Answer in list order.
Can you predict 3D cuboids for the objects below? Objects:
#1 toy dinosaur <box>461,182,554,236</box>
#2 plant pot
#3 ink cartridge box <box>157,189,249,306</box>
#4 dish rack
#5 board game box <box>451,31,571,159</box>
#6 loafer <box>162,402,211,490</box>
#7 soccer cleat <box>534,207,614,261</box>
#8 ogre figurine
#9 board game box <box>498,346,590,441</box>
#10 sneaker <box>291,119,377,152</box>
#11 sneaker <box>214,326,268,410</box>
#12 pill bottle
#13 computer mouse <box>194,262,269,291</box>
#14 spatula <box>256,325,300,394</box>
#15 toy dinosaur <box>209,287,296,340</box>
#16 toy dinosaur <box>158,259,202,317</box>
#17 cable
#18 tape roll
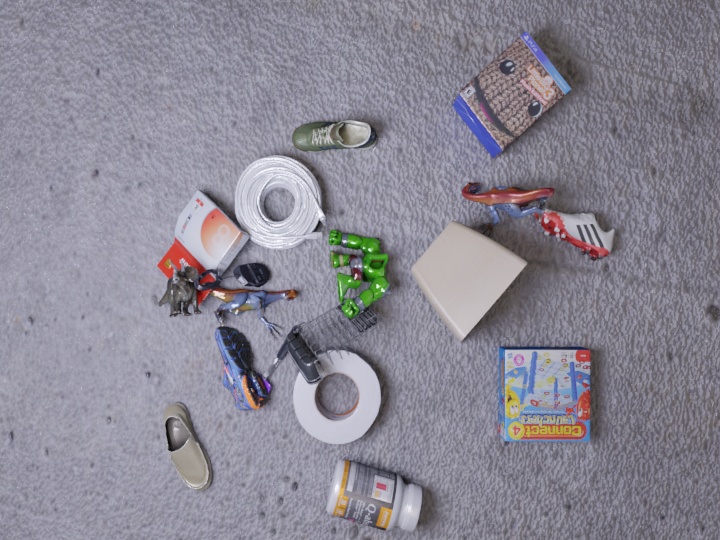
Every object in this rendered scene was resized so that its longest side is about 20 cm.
[{"bbox_3d":[0.309,-0.166,1.251,0.176,0.202,0.107,18,63,9],"label":"toy dinosaur"},{"bbox_3d":[0.216,0.013,1.244,0.177,0.200,0.201,42,90,12],"label":"plant pot"},{"bbox_3d":[-0.357,-0.049,1.274,0.161,0.050,0.202,39,91,23],"label":"ink cartridge box"},{"bbox_3d":[-0.059,0.141,1.256,0.196,0.153,0.056,-30,123,-14],"label":"dish rack"},{"bbox_3d":[0.327,-0.381,1.281,0.199,0.097,0.160,-41,90,0],"label":"board game box"},{"bbox_3d":[-0.393,0.398,1.293,0.074,0.068,0.205,-24,90,0],"label":"loafer"},{"bbox_3d":[0.478,-0.100,1.301,0.196,0.069,0.087,29,81,-3],"label":"soccer cleat"},{"bbox_3d":[0.000,0.000,1.274,0.116,0.203,0.100,-7,133,-10],"label":"ogre figurine"},{"bbox_3d":[0.410,0.274,1.302,0.193,0.056,0.203,0,90,0],"label":"board game box"},{"bbox_3d":[-0.058,-0.302,1.283,0.193,0.090,0.070,0,91,0],"label":"sneaker"},{"bbox_3d":[-0.281,0.221,1.293,0.077,0.075,0.205,-29,79,25],"label":"sneaker"},{"bbox_3d":[0.030,0.495,1.272,0.194,0.116,0.120,16,90,0],"label":"pill bottle"},{"bbox_3d":[-0.274,0.021,1.251,0.034,0.197,0.060,-44,68,35],"label":"computer mouse"},{"bbox_3d":[-0.195,0.211,1.317,0.056,0.021,0.203,32,87,17],"label":"spatula"},{"bbox_3d":[-0.237,0.059,1.289,0.178,0.105,0.203,-30,80,-18],"label":"toy dinosaur"},{"bbox_3d":[-0.382,0.044,1.243,0.075,0.199,0.106,0,81,-27],"label":"toy dinosaur"},{"bbox_3d":[-0.180,-0.150,1.295,0.193,0.069,0.207,-13,90,1],"label":"cable"},{"bbox_3d":[-0.051,0.275,1.297,0.193,0.066,0.208,0,91,0],"label":"tape roll"}]
